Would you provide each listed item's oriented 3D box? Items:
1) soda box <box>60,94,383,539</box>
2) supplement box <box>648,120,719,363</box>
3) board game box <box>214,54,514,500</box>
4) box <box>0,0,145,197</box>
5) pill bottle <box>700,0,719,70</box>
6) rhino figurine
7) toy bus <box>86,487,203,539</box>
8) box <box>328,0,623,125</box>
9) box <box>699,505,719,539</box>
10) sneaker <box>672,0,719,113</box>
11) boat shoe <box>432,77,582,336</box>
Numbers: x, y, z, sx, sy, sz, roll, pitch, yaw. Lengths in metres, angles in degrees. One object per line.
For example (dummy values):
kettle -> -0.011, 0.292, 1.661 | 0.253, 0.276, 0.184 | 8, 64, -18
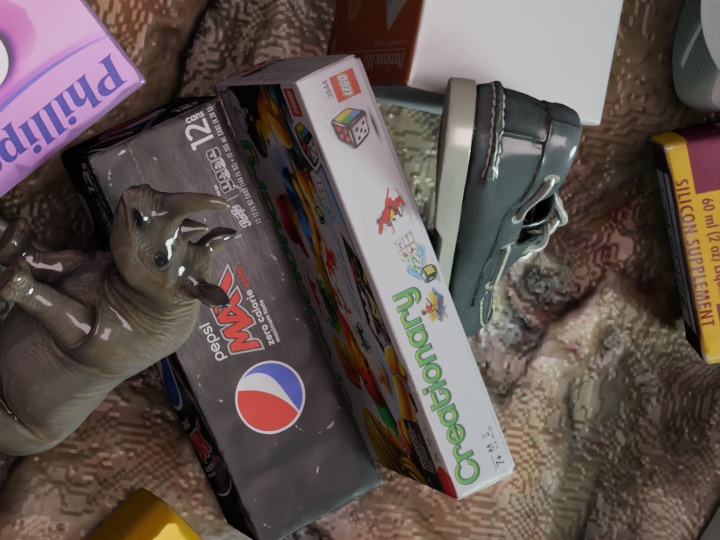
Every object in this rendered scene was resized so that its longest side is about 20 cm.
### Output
soda box -> -0.064, 0.023, 1.033 | 0.071, 0.063, 0.200 | -26, 101, -15
supplement box -> 0.251, -0.031, 1.092 | 0.199, 0.086, 0.111 | -11, 96, 4
board game box -> 0.000, 0.000, 1.021 | 0.035, 0.126, 0.200 | -24, 101, -16
box -> -0.222, -0.107, 0.937 | 0.176, 0.097, 0.200 | -38, 106, -3
pill bottle -> 0.255, -0.136, 1.046 | 0.200, 0.104, 0.105 | -18, 100, -33
rhino figurine -> -0.120, 0.017, 0.965 | 0.087, 0.200, 0.060 | 35, 39, -25
toy bus -> -0.140, 0.199, 1.019 | 0.200, 0.065, 0.078 | -45, 106, -11
box -> 0.062, -0.173, 1.031 | 0.097, 0.124, 0.201 | 10, 90, -19
box -> 0.260, 0.122, 1.161 | 0.122, 0.048, 0.200 | 35, 81, -18
sneaker -> 0.228, -0.159, 1.119 | 0.080, 0.070, 0.201 | 33, 83, -21
boat shoe -> 0.064, -0.020, 1.009 | 0.062, 0.200, 0.073 | 3, 64, 2
